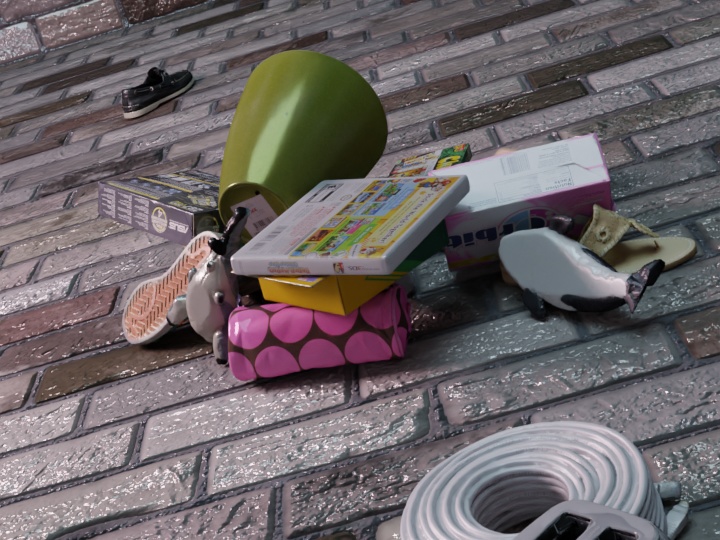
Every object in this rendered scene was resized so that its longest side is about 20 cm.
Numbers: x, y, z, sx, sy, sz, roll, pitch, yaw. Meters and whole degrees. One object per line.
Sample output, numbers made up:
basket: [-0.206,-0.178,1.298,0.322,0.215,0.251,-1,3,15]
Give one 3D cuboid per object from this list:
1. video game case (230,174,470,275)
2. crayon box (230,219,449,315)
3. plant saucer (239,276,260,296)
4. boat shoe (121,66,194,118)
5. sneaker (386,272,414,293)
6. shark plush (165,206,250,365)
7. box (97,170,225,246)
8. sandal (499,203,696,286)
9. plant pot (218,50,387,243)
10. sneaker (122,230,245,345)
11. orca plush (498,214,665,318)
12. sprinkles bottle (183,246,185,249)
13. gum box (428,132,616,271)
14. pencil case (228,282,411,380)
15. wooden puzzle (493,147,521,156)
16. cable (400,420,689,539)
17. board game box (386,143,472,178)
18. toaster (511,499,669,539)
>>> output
video game case: [-0.007,-0.047,1.318,0.180,0.023,0.200,0,26,30]
crayon box: [-0.019,-0.013,1.341,0.125,0.052,0.199,9,32,44]
plant saucer: [-0.076,-0.034,1.576,0.199,0.030,0.200,-32,10,6]
boat shoe: [-0.409,-0.372,2.597,0.074,0.067,0.199,4,31,42]
sneaker: [0.000,0.000,1.494,0.104,0.076,0.200,-29,15,5]
shark plush: [-0.157,0.005,1.435,0.090,0.202,0.083,26,41,28]
box: [-0.207,-0.081,1.618,0.199,0.050,0.160,18,19,41]
sandal: [0.245,-0.034,1.377,0.209,0.070,0.078,-8,25,21]
plant pot: [-0.084,-0.122,1.500,0.185,0.188,0.201,-6,36,26]
sneaker: [-0.199,0.028,1.528,0.199,0.072,0.079,-38,-29,31]
orca plush: [0.231,-0.002,1.317,0.071,0.107,0.199,7,-6,-39]
sprinkles bottle: [-0.144,-0.072,1.740,0.198,0.069,0.068,-25,24,-15]
gum box: [0.182,-0.074,1.423,0.198,0.114,0.067,-12,59,4]
pencil case: [-0.040,0.062,1.359,0.198,0.092,0.094,-7,-2,20]
wooden puzzle: [0.167,-0.081,1.588,0.199,0.038,0.184,-36,29,-27]
cable: [0.126,0.191,0.964,0.198,0.070,0.200,-1,29,34]
board game box: [0.082,-0.118,1.648,0.104,0.024,0.200,-10,17,14]
toaster: [0.134,0.233,0.791,0.199,0.130,0.113,-33,28,-32]
